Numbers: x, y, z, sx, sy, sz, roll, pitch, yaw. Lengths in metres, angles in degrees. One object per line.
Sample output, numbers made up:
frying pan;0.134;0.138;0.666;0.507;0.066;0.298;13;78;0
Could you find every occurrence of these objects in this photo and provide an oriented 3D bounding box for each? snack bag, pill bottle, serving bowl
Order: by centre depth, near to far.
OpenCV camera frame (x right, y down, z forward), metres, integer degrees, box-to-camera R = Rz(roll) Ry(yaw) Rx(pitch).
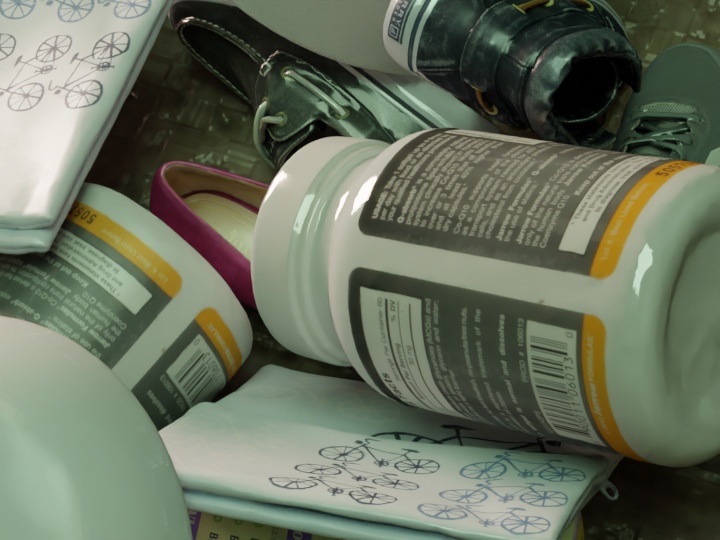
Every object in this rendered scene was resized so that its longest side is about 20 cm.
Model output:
serving bowl;-0.164;0.118;0.910;0.199;0.066;0.201;0;90;28
pill bottle;0.060;0.004;0.954;0.199;0.116;0.117;12;63;39
snack bag;0.013;0.074;0.981;0.188;0.200;0.022;7;103;18
pill bottle;-0.149;0.068;1.043;0.116;0.117;0.200;34;71;21
snack bag;-0.196;-0.087;1.084;0.199;0.021;0.189;4;49;21

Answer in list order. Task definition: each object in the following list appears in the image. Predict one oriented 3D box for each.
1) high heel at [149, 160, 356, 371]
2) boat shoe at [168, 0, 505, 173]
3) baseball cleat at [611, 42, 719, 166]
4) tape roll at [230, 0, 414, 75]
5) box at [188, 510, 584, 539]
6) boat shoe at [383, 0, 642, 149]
high heel;0.000;0.000;1.070;0.199;0.096;0.068;20;67;16
boat shoe;-0.019;-0.076;1.124;0.199;0.072;0.071;31;66;18
baseball cleat;0.135;-0.035;1.066;0.069;0.107;0.201;-1;60;22
tape roll;0.017;-0.210;1.104;0.202;0.139;0.203;16;45;-17
box;-0.016;0.183;0.981;0.199;0.097;0.177;6;64;11
boat shoe;0.092;-0.085;1.055;0.091;0.200;0.071;33;104;27
